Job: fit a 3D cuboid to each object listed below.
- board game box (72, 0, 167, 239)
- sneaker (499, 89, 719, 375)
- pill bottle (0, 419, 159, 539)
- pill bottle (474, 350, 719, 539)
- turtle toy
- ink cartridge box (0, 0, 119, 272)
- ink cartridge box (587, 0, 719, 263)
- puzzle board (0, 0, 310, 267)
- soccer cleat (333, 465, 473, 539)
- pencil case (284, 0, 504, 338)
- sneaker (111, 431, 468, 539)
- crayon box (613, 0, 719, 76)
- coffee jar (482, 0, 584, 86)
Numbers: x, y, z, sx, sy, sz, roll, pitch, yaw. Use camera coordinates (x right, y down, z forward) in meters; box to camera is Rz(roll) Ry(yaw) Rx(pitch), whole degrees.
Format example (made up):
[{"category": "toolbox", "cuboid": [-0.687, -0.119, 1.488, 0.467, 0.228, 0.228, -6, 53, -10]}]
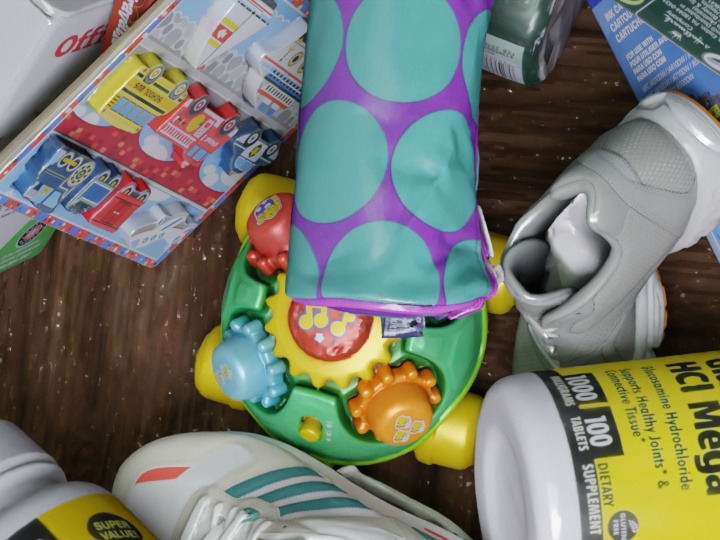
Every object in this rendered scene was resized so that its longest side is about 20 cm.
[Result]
[{"category": "board game box", "cuboid": [-0.079, -0.100, 1.152, 0.019, 0.200, 0.103, 42, 54, 13]}, {"category": "sneaker", "cuboid": [0.090, 0.005, 1.137, 0.092, 0.200, 0.076, -26, 61, -32]}, {"category": "pill bottle", "cuboid": [-0.118, 0.163, 1.100, 0.200, 0.114, 0.114, 42, 96, 21]}, {"category": "pill bottle", "cuboid": [0.158, 0.091, 1.133, 0.199, 0.112, 0.113, -6, 87, -12]}, {"category": "turtle toy", "cuboid": [0.000, 0.000, 1.192, 0.145, 0.101, 0.201, 14, 91, 11]}, {"category": "ink cartridge box", "cuboid": [-0.166, -0.082, 1.169, 0.084, 0.146, 0.200, 44, 122, 11]}, {"category": "ink cartridge box", "cuboid": [0.186, -0.109, 1.143, 0.136, 0.076, 0.200, -21, 83, -32]}, {"category": "puzzle board", "cuboid": [-0.076, -0.067, 1.159, 0.151, 0.200, 0.017, -43, 73, 7]}, {"category": "soccer cleat", "cuboid": [0.052, 0.164, 1.168, 0.200, 0.078, 0.069, 36, 63, 20]}, {"category": "pencil case", "cuboid": [0.020, -0.075, 1.101, 0.092, 0.085, 0.201, 5, 81, -4]}, {"category": "sneaker", "cuboid": [-0.038, 0.119, 1.125, 0.199, 0.093, 0.071, 21, 95, 27]}, {"category": "crayon box", "cuboid": [0.176, -0.176, 1.090, 0.127, 0.051, 0.200, 34, 60, -13]}, {"category": "coffee jar", "cuboid": [0.009, -0.164, 1.203, 0.200, 0.085, 0.105, 21, 81, 10]}]
